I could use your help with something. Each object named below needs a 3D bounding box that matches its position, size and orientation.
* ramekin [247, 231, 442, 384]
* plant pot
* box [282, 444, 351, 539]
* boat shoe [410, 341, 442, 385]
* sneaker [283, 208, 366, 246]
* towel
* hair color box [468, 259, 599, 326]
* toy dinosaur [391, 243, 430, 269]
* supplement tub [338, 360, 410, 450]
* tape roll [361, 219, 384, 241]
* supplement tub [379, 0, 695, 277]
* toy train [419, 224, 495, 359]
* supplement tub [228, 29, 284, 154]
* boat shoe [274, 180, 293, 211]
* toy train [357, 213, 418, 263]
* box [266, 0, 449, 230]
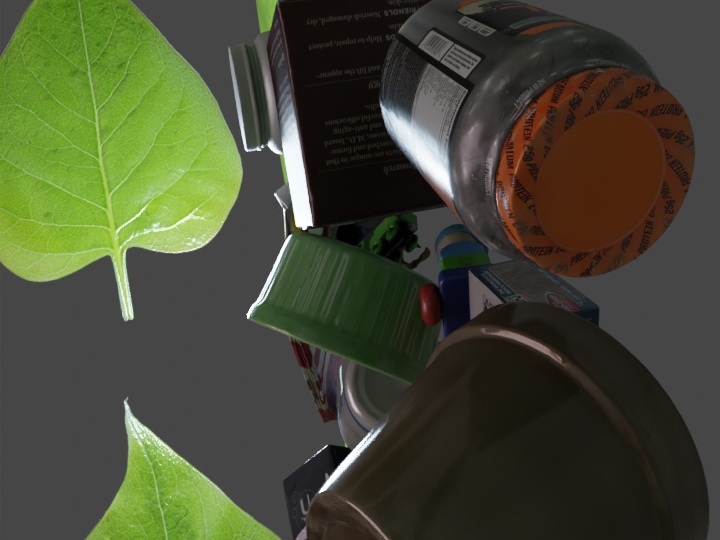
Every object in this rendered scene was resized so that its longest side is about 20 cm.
[{"bbox_3d":[-0.007,0.039,0.742,0.200,0.197,0.099,162,129,-80],"label":"ramekin"},{"bbox_3d":[0.067,0.141,0.429,0.199,0.171,0.204,31,131,43],"label":"plant pot"},{"bbox_3d":[0.001,0.344,1.088,0.122,0.198,0.107,-43,46,30],"label":"box"},{"bbox_3d":[0.091,0.186,0.835,0.069,0.072,0.204,-113,16,-68],"label":"boat shoe"},{"bbox_3d":[-0.029,-0.020,0.935,0.200,0.088,0.076,56,-154,-63],"label":"sneaker"},{"bbox_3d":[-0.057,0.089,0.988,0.146,0.022,0.202,-86,-15,-45],"label":"towel"},{"bbox_3d":[0.129,0.104,0.557,0.100,0.059,0.204,-126,27,-64],"label":"hair color box"},{"bbox_3d":[0.026,-0.006,0.903,0.058,0.102,0.200,39,180,-24],"label":"toy dinosaur"},{"bbox_3d":[0.037,0.177,0.980,0.201,0.129,0.134,102,155,-64],"label":"supplement tub"},{"bbox_3d":[-0.016,-0.100,1.023,0.202,0.065,0.201,56,166,22],"label":"tape roll"},{"bbox_3d":[0.089,-0.085,0.419,0.201,0.120,0.125,-117,19,-59],"label":"supplement tub"},{"bbox_3d":[0.101,0.067,0.670,0.116,0.083,0.204,-89,-9,-60],"label":"toy train"},{"bbox_3d":[-0.054,-0.223,0.894,0.145,0.196,0.148,170,90,-80],"label":"supplement tub"},{"bbox_3d":[-0.073,-0.047,1.057,0.072,0.065,0.202,47,161,40],"label":"boat shoe"},{"bbox_3d":[0.000,0.000,0.869,0.200,0.041,0.057,-45,28,34],"label":"toy train"},{"bbox_3d":[0.005,-0.154,0.724,0.166,0.161,0.205,-161,61,-78],"label":"box"}]
